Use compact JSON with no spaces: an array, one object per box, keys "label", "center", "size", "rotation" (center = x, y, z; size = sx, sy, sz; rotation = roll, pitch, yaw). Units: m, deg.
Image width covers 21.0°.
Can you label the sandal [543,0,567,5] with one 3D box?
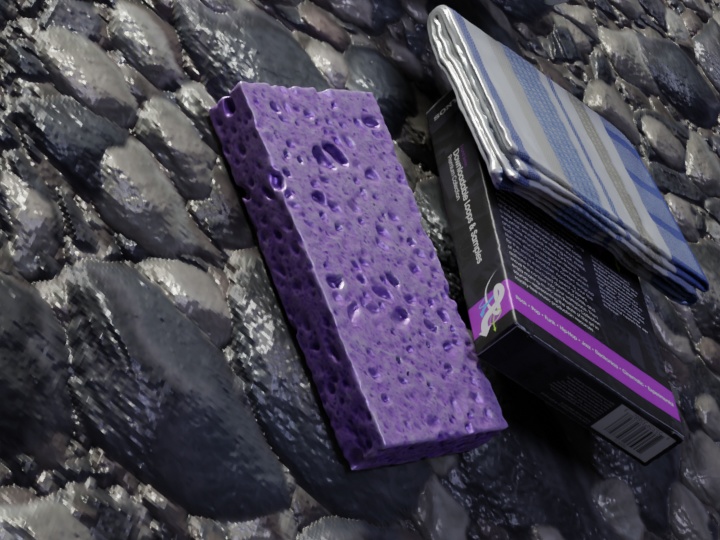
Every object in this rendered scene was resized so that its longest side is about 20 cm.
[{"label":"sandal","center":[0.070,-0.231,1.162],"size":[0.202,0.050,0.083],"rotation":[25,44,-38]}]

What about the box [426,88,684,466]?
[{"label":"box","center":[0.107,-0.001,1.095],"size":[0.143,0.036,0.201],"rotation":[33,33,-33]}]

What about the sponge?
[{"label":"sponge","center":[0.000,0.000,0.984],"size":[0.111,0.030,0.202],"rotation":[0,63,-52]}]

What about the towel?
[{"label":"towel","center":[0.121,-0.066,1.136],"size":[0.199,0.024,0.148],"rotation":[29,30,-42]}]
